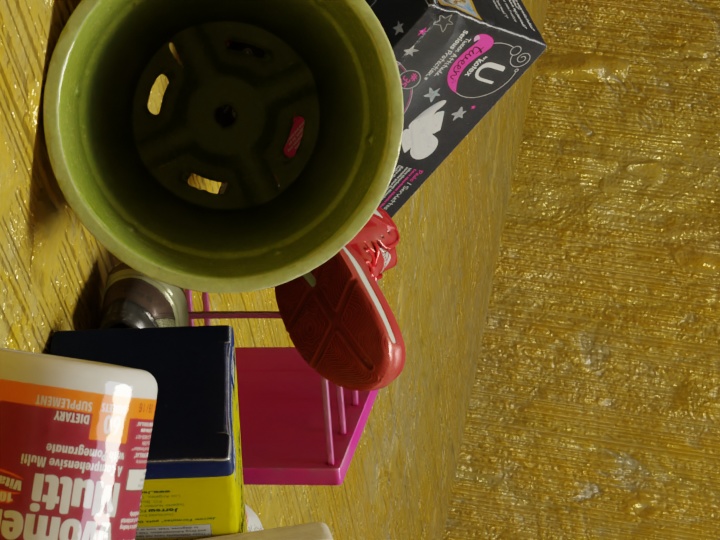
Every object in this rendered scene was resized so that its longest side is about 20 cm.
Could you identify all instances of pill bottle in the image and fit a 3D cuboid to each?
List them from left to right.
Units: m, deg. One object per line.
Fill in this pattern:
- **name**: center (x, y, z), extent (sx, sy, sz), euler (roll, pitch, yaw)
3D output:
- **pill bottle**: center (-0.171, 0.143, 1.294), extent (0.110, 0.109, 0.200), euler (22, 76, -81)

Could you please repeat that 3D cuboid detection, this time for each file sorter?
- **file sorter**: center (-0.068, 0.047, 1.727), extent (0.200, 0.139, 0.126), euler (-65, 153, -66)

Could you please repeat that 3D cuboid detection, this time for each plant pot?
- **plant pot**: center (-0.081, -0.093, 1.495), extent (0.190, 0.200, 0.200), euler (-134, -128, -85)

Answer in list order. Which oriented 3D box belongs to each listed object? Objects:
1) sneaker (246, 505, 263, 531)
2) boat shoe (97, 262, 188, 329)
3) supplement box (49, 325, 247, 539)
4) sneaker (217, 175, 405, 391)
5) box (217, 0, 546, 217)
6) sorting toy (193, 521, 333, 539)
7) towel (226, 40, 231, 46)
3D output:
- **sneaker**: center (-0.107, 0.172, 1.846), extent (0.201, 0.067, 0.108), euler (-44, 144, -71)
- **boat shoe**: center (-0.140, 0.091, 1.591), extent (0.065, 0.073, 0.200), euler (-59, 148, -52)
- **supplement box**: center (-0.124, 0.140, 1.517), extent (0.109, 0.109, 0.200), euler (-93, -179, -45)
- **sneaker**: center (0.000, 0.000, 1.613), extent (0.200, 0.115, 0.078), euler (54, -52, 36)
- **box**: center (0.006, -0.140, 1.711), extent (0.200, 0.115, 0.132), euler (-47, -132, 28)
- **sorting toy**: center (-0.108, 0.258, 1.467), extent (0.070, 0.200, 0.199), euler (-120, -153, -54)
- **towel**: center (-0.082, -0.233, 1.761), extent (0.200, 0.030, 0.146), euler (84, 16, -55)
